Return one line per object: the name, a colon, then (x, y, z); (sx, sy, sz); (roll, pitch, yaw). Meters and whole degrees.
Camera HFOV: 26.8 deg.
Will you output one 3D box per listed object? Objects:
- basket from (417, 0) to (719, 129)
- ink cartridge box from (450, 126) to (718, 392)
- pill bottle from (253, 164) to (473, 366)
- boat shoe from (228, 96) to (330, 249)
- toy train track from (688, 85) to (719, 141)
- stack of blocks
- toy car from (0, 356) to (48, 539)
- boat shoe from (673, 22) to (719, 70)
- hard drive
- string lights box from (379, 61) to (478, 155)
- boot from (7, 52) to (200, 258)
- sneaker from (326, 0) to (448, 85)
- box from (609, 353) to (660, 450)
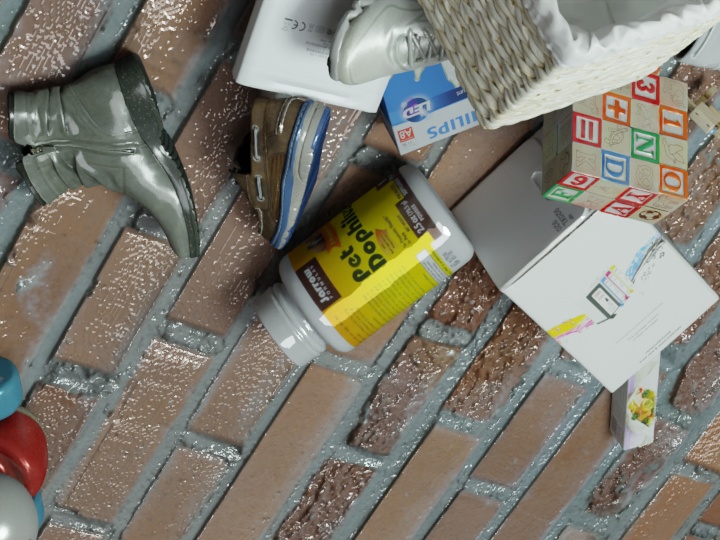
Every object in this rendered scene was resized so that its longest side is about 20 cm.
basket: (0.153, -0.234, 1.132); (0.198, 0.200, 0.161); (-21, 170, -29)
ink cartridge box: (0.215, -0.016, 1.464); (0.144, 0.148, 0.200); (-42, 127, 10)
pill bottle: (0.000, 0.000, 1.413); (0.199, 0.110, 0.109); (-37, 128, 6)
boat shoe: (-0.075, -0.093, 1.327); (0.072, 0.073, 0.201); (22, 147, 1)
toy train track: (0.331, -0.147, 1.412); (0.033, 0.200, 0.115); (-44, 83, 15)
stack of blocks: (0.225, -0.154, 1.335); (0.114, 0.202, 0.059); (12, 157, -17)
toy car: (-0.361, 0.216, 1.360); (0.175, 0.201, 0.186); (-11, 126, -15)
boat shoe: (0.337, -0.278, 1.389); (0.068, 0.072, 0.201); (-3, 133, -21)
hard drive: (-0.013, -0.233, 1.227); (0.130, 0.027, 0.202); (9, 120, -24)
string lights box: (0.049, -0.212, 1.317); (0.102, 0.059, 0.201); (-21, 128, -3)
boot: (-0.221, -0.084, 1.304); (0.129, 0.068, 0.202); (-20, 121, -2)
sneaker: (0.063, -0.198, 1.212); (0.199, 0.081, 0.076); (-29, 144, -22)
box: (0.302, 0.108, 1.653); (0.038, 0.042, 0.202); (-13, 126, -13)
